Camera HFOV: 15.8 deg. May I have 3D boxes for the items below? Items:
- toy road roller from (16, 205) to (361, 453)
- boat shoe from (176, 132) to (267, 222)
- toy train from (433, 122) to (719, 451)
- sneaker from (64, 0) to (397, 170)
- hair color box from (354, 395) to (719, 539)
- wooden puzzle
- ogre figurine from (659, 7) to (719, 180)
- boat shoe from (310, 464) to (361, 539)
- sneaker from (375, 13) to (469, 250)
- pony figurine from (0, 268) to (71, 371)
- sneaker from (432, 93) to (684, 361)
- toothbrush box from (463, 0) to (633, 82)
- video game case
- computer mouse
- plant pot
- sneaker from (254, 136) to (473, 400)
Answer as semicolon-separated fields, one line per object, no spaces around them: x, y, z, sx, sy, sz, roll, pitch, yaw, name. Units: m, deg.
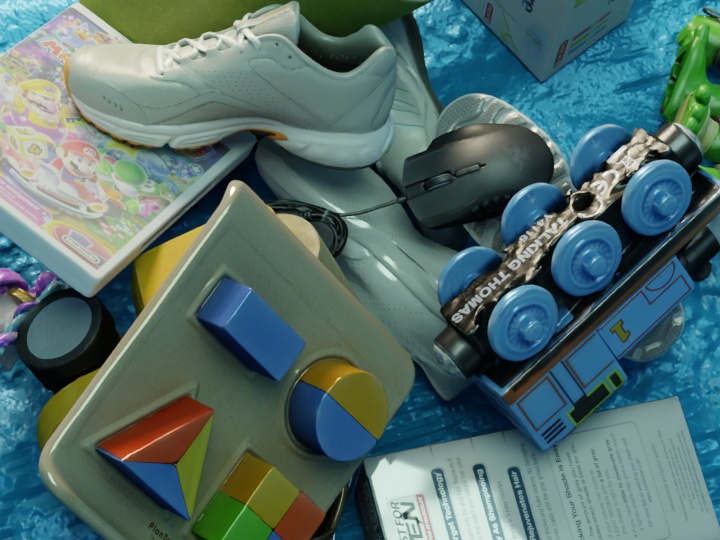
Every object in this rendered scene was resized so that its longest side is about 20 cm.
-0.088;0.073;1.483;0.199;0.123;0.146;-27;46;6;toy road roller
-0.127;-0.061;1.620;0.200;0.072;0.066;-14;92;-26;boat shoe
0.132;0.004;1.514;0.200;0.114;0.087;-43;38;-6;toy train
-0.072;-0.123;1.522;0.199;0.092;0.076;5;41;-9;sneaker
0.105;0.148;1.544;0.199;0.061;0.100;-10;65;-12;hair color box
-0.060;0.082;1.412;0.046;0.185;0.201;14;65;47;wooden puzzle
0.253;-0.087;1.657;0.119;0.200;0.098;23;108;-7;ogre figurine
-0.053;0.161;1.512;0.072;0.072;0.201;19;64;2;boat shoe
0.016;-0.096;1.658;0.080;0.070;0.201;-23;70;8;sneaker
-0.275;0.031;1.523;0.200;0.166;0.193;-46;105;-24;pony figurine
0.116;-0.023;1.606;0.075;0.082;0.200;-40;91;3;sneaker
0.093;-0.247;1.688;0.086;0.146;0.200;-37;74;-22;toothbrush box
-0.162;-0.075;1.514;0.143;0.018;0.200;36;36;5;video game case
0.019;-0.045;1.539;0.199;0.034;0.059;-17;77;-5;computer mouse
-0.075;-0.195;1.608;0.187;0.200;0.188;34;38;-32;plant pot
0.000;0.000;1.597;0.200;0.089;0.075;42;31;16;sneaker
